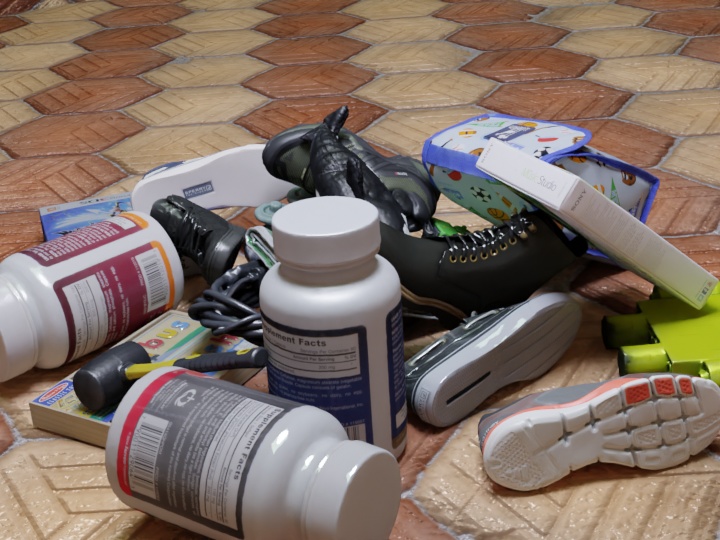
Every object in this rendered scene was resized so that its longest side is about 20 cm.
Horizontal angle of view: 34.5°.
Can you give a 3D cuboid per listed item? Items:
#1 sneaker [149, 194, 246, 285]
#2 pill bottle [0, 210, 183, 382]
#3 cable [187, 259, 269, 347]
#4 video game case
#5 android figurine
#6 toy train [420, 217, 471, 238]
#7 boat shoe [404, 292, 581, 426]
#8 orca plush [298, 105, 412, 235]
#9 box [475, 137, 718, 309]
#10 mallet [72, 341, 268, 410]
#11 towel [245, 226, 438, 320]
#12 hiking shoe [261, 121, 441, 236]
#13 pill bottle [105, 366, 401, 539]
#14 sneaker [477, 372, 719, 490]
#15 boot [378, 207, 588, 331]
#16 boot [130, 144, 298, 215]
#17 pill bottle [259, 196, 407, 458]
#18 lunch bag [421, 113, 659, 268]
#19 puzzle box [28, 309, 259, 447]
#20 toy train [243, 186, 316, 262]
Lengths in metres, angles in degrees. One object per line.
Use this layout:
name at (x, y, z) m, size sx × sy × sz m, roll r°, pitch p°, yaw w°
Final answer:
sneaker at (-0.173, -0.036, 1.181) m, size 0.103 × 0.061 × 0.200 m, roll 24°, pitch 7°, yaw -5°
pill bottle at (-0.279, 0.025, 1.113) m, size 0.113 × 0.116 × 0.199 m, roll 17°, pitch 31°, yaw 40°
cable at (-0.066, 0.046, 1.070) m, size 0.162 × 0.051 × 0.200 m, roll 26°, pitch 16°, yaw 18°
video game case at (-0.271, -0.038, 1.340) m, size 0.179 × 0.046 × 0.200 m, roll -13°, pitch 25°, yaw -16°
android figurine at (0.321, 0.059, 1.032) m, size 0.197 × 0.042 × 0.182 m, roll -6°, pitch 24°, yaw 2°
toy train at (0.109, -0.005, 1.189) m, size 0.056 × 0.042 × 0.200 m, roll 19°, pitch 17°, yaw -20°
boat shoe at (0.109, 0.064, 1.012) m, size 0.199 × 0.073 × 0.071 m, roll -24°, pitch 35°, yaw -33°
orca plush at (0.001, -0.093, 1.144) m, size 0.104 × 0.071 × 0.202 m, roll -4°, pitch 54°, yaw -11°
box at (0.212, -0.043, 1.045) m, size 0.199 × 0.037 × 0.144 m, roll 32°, pitch 4°, yaw -31°
mallet at (-0.157, 0.082, 0.928) m, size 0.199 × 0.042 × 0.066 m, roll -7°, pitch 17°, yaw 46°
towel at (0.000, 0.000, 1.137) m, size 0.198 × 0.031 × 0.149 m, roll 8°, pitch 21°, yaw -30°
hiking shoe at (-0.010, -0.093, 1.222) m, size 0.198 × 0.076 × 0.101 m, roll 14°, pitch 35°, yaw -3°
pill bottle at (-0.075, 0.142, 0.820) m, size 0.198 × 0.112 × 0.110 m, roll 12°, pitch 28°, yaw 32°
sneaker at (0.182, 0.110, 0.901) m, size 0.197 × 0.078 × 0.082 m, roll -8°, pitch 18°, yaw -9°
boot at (0.094, -0.025, 1.018) m, size 0.199 × 0.138 × 0.078 m, roll 28°, pitch 30°, yaw -42°
boot at (-0.163, -0.109, 1.329) m, size 0.197 × 0.074 × 0.090 m, roll -10°, pitch 21°, yaw 0°
pill bottle at (-0.021, 0.051, 0.904) m, size 0.109 × 0.202 × 0.111 m, roll -3°, pitch 23°, yaw 1°
lunch bag at (0.183, -0.093, 1.211) m, size 0.199 × 0.125 × 0.169 m, roll 13°, pitch 6°, yaw -40°
puzzle box at (-0.182, 0.096, 1.047) m, size 0.132 × 0.026 × 0.200 m, roll 9°, pitch 27°, yaw 28°
toy train at (-0.034, -0.043, 1.274) m, size 0.113 × 0.086 × 0.199 m, roll 24°, pitch 35°, yaw 31°
